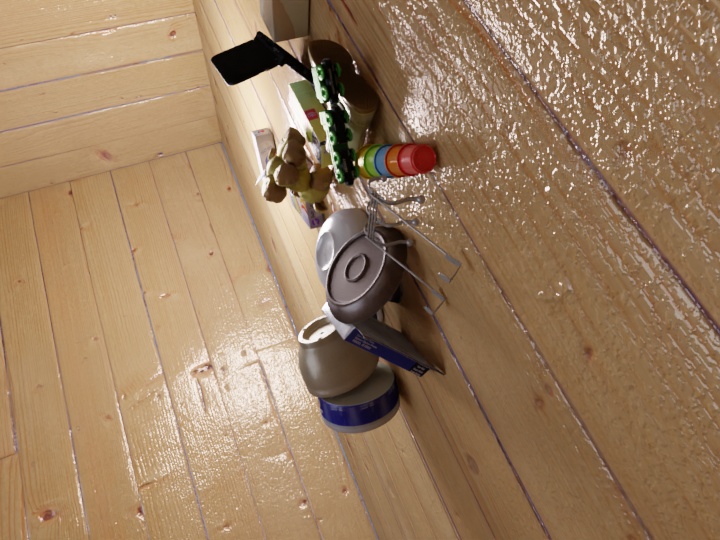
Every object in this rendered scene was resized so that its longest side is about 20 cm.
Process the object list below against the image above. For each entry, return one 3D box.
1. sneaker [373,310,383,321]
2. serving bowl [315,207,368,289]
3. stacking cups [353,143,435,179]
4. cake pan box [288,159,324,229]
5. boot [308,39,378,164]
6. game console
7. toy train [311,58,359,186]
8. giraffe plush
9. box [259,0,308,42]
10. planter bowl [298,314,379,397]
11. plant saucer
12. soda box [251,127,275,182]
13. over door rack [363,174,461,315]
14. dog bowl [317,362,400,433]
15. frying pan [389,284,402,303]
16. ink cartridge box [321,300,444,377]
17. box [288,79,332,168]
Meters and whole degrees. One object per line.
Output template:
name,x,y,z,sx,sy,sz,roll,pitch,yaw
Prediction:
sneaker,-0.024,0.043,1.206,0.073,0.112,0.201,-170,62,-72
serving bowl,-0.049,-0.039,1.132,0.200,0.066,0.201,-11,77,57
stacking cups,0.055,-0.170,0.803,0.200,0.060,0.061,21,128,64
cake pan box,-0.167,-0.242,1.496,0.200,0.052,0.185,-128,26,-50
boot,-0.041,-0.297,0.934,0.200,0.073,0.156,57,156,24
game console,-0.196,-0.418,1.103,0.176,0.116,0.200,26,-160,-40
toy train,-0.041,-0.236,0.847,0.056,0.042,0.201,26,130,62
giraffe plush,-0.138,-0.215,1.238,0.200,0.162,0.173,-15,57,59
box,-0.148,-0.553,0.997,0.200,0.078,0.095,102,146,-62
planter bowl,-0.071,0.191,1.275,0.135,0.200,0.200,64,169,-22
plant saucer,0.000,0.000,0.954,0.032,0.200,0.200,32,-169,-35
soda box,-0.332,-0.399,1.860,0.068,0.063,0.201,-126,23,-51
over door rack,0.084,-0.043,0.823,0.200,0.067,0.148,51,163,19
dog bowl,-0.006,0.307,1.291,0.200,0.199,0.079,-142,38,-64
frying pan,0.036,-0.015,1.096,0.190,0.031,0.115,62,161,22
ink cartridge box,0.038,0.138,1.007,0.199,0.041,0.200,29,-175,-26
box,-0.102,-0.328,1.158,0.075,0.050,0.200,98,150,-61
